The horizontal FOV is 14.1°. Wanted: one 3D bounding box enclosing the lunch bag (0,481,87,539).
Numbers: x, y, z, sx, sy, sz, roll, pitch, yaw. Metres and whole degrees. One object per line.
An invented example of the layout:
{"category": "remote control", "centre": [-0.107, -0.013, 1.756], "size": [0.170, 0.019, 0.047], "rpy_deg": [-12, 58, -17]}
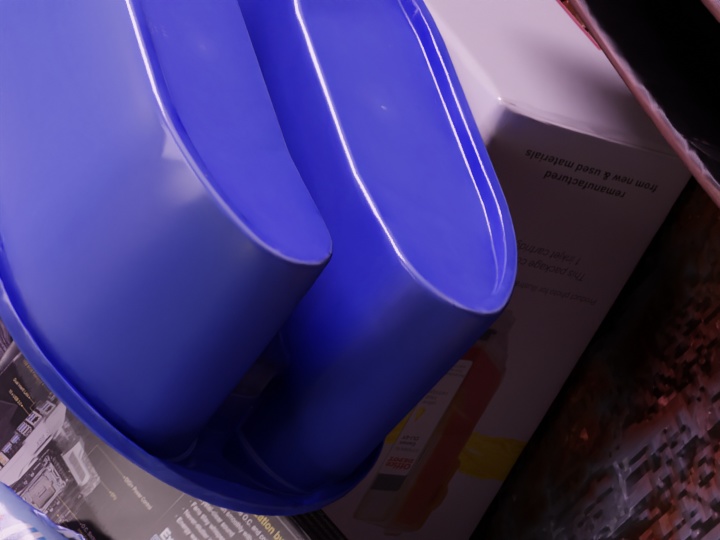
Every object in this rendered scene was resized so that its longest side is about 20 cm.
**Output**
{"category": "lunch bag", "centre": [-0.106, 0.160, 0.803], "size": [0.150, 0.094, 0.200], "rpy_deg": [33, 77, 31]}

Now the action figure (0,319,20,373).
{"category": "action figure", "centre": [-0.147, 0.091, 0.987], "size": [0.119, 0.102, 0.200], "rpy_deg": [50, 138, 21]}

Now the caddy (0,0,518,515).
{"category": "caddy", "centre": [-0.044, -0.026, 0.826], "size": [0.105, 0.141, 0.201], "rpy_deg": [-43, 48, 31]}

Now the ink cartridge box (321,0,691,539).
{"category": "ink cartridge box", "centre": [0.000, 0.000, 0.947], "size": [0.201, 0.083, 0.145], "rpy_deg": [-60, 39, 22]}

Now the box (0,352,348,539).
{"category": "box", "centre": [-0.069, 0.126, 0.863], "size": [0.158, 0.050, 0.200], "rpy_deg": [-48, 58, 5]}

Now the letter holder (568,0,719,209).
{"category": "letter holder", "centre": [0.099, -0.098, 0.790], "size": [0.101, 0.142, 0.200], "rpy_deg": [-56, 40, 26]}
